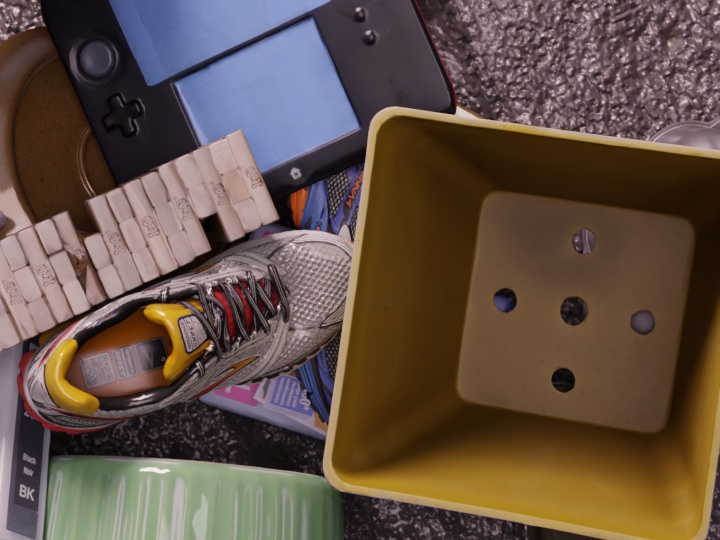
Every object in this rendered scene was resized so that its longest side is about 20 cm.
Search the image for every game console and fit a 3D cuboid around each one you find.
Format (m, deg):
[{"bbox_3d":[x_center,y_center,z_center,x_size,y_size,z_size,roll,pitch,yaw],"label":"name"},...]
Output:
[{"bbox_3d":[-0.066,-0.128,0.999,0.199,0.031,0.177,-23,87,12],"label":"game console"}]

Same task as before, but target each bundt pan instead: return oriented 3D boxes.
[{"bbox_3d":[0.237,-0.002,1.100,0.201,0.076,0.203,0,87,-4],"label":"bundt pan"}]

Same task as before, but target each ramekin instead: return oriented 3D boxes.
[{"bbox_3d":[-0.101,0.162,1.019,0.199,0.200,0.098,4,80,-3],"label":"ramekin"}]

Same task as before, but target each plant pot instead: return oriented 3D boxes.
[{"bbox_3d":[-0.142,-0.055,1.043,0.200,0.027,0.201,19,61,-37],"label":"plant pot"},{"bbox_3d":[0.108,0.025,0.985,0.199,0.176,0.201,9,94,13],"label":"plant pot"}]

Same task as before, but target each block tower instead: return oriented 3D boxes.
[{"bbox_3d":[-0.146,-0.009,0.957,0.199,0.054,0.058,-24,96,-10],"label":"block tower"}]

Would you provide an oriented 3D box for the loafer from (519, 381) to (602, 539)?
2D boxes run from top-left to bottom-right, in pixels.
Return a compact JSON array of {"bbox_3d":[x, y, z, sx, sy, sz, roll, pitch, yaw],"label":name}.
[{"bbox_3d":[0.137,0.167,1.089,0.075,0.070,0.201,-9,90,-8],"label":"loafer"}]

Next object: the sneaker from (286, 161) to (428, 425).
[{"bbox_3d":[0.000,0.000,1.036,0.078,0.075,0.201,0,99,11],"label":"sneaker"}]

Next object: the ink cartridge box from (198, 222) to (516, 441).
[{"bbox_3d":[0.012,0.053,1.105,0.199,0.042,0.120,18,87,-4],"label":"ink cartridge box"}]

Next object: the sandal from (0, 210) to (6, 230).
[{"bbox_3d":[-0.275,-0.024,0.980,0.079,0.206,0.059,-29,104,-41],"label":"sandal"}]

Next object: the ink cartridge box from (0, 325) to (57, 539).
[{"bbox_3d":[-0.262,0.080,1.026,0.197,0.043,0.201,-15,61,27],"label":"ink cartridge box"}]

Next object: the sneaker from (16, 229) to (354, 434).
[{"bbox_3d":[-0.083,0.036,0.960,0.199,0.082,0.078,-25,92,-16],"label":"sneaker"}]

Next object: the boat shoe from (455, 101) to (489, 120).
[{"bbox_3d":[0.007,-0.087,1.097,0.199,0.074,0.067,22,90,8],"label":"boat shoe"}]
